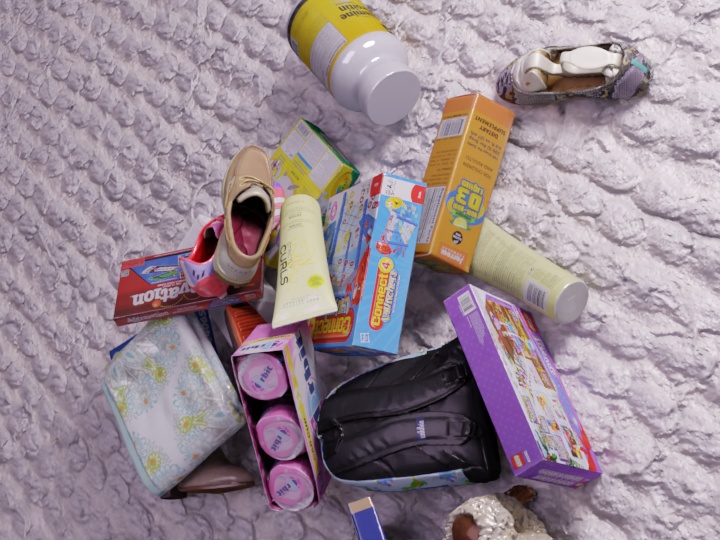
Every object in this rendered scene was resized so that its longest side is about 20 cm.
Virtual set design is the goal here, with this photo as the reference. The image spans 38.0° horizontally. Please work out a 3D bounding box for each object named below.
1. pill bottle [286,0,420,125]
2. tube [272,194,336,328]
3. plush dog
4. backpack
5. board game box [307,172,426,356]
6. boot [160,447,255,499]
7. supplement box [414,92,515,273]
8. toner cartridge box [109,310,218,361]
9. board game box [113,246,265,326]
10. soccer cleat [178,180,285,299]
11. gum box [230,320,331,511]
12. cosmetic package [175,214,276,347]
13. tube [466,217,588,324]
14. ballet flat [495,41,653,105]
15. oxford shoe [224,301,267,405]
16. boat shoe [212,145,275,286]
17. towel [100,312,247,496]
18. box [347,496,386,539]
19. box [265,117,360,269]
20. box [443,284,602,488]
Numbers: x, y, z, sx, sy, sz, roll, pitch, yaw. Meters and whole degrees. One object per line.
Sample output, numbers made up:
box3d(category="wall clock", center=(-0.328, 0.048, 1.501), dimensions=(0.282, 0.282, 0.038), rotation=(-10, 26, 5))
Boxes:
box3d(category="pill bottle", center=(-0.007, -0.277, 1.354), dimensions=(0.112, 0.112, 0.200), rotation=(-50, 52, 16))
box3d(category="tube", center=(-0.069, -0.012, 1.251), dimensions=(0.058, 0.052, 0.201), rotation=(-51, 28, 33))
box3d(category="plush dog", center=(0.162, 0.314, 1.045), dimensions=(0.172, 0.160, 0.201), rotation=(51, 138, 22))
box3d(category="backpack", center=(0.049, 0.177, 1.165), dimensions=(0.198, 0.154, 0.165), rotation=(-15, 68, 11))
box3d(category="board game box", center=(0.000, 0.000, 1.240), dimensions=(0.200, 0.055, 0.198), rotation=(165, 117, -69))
box3d(category="boot", center=(-0.215, 0.225, 1.399), dimensions=(0.199, 0.070, 0.148), rotation=(-15, 67, 36))
box3d(category="supplement box", center=(0.113, -0.100, 1.214), dimensions=(0.069, 0.066, 0.202), rotation=(6, 76, 59))
box3d(category="toner cartridge box", center=(-0.277, 0.125, 1.465), dimensions=(0.199, 0.043, 0.096), rotation=(-29, 71, 41))
box3d(category="board game box", center=(-0.222, 0.012, 1.367), dimensions=(0.198, 0.020, 0.104), rotation=(-11, 47, 8))
box3d(category="soccer cleat", center=(-0.160, -0.053, 1.335), dimensions=(0.066, 0.077, 0.201), rotation=(7, 52, 36))
box3d(category="gum box", center=(-0.084, 0.170, 1.222), dimensions=(0.066, 0.114, 0.202), rotation=(-10, 103, 13))
box3d(category="cosmetic package", center=(-0.184, 0.016, 1.449), dimensions=(0.083, 0.050, 0.200), rotation=(-54, 51, 17))
box3d(category="tube", center=(0.170, -0.005, 1.174), dimensions=(0.058, 0.052, 0.200), rotation=(-32, 38, -20))
box3d(category="ballet flat", center=(0.228, -0.228, 1.178), dimensions=(0.199, 0.072, 0.073), rotation=(5, 80, 40))
box3d(category="oxford shoe", center=(-0.138, 0.134, 1.340), dimensions=(0.072, 0.071, 0.201), rotation=(-31, 75, 33))
box3d(category="boat shoe", center=(-0.134, -0.078, 1.291), dimensions=(0.066, 0.073, 0.201), rotation=(-46, 35, 50))
box3d(category="towel", center=(-0.249, 0.163, 1.359), dimensions=(0.171, 0.048, 0.201), rotation=(-43, 63, 22))
box3d(category="box", center=(0.034, 0.357, 1.127), dimensions=(0.032, 0.121, 0.201), rotation=(-17, 61, -3))
box3d(category="box", center=(-0.099, -0.091, 1.416), dimensions=(0.200, 0.048, 0.117), rotation=(-50, 53, 13))
box3d(category="box", center=(0.167, 0.121, 1.076), dimensions=(0.039, 0.136, 0.201), rotation=(-35, 57, 25))
